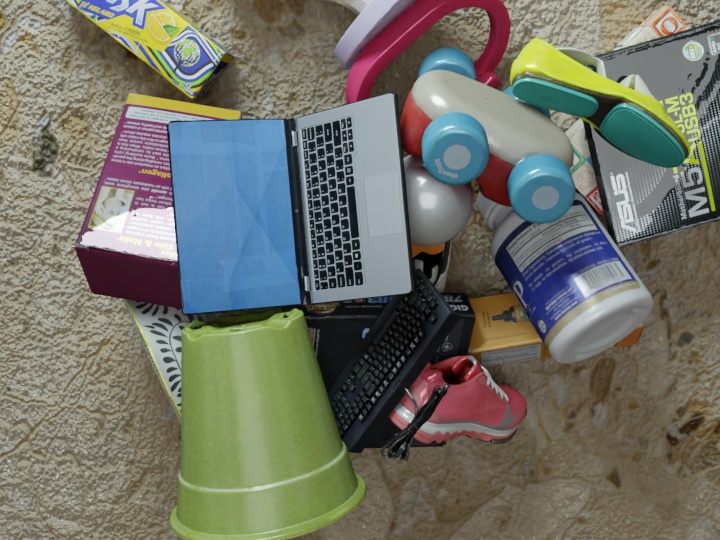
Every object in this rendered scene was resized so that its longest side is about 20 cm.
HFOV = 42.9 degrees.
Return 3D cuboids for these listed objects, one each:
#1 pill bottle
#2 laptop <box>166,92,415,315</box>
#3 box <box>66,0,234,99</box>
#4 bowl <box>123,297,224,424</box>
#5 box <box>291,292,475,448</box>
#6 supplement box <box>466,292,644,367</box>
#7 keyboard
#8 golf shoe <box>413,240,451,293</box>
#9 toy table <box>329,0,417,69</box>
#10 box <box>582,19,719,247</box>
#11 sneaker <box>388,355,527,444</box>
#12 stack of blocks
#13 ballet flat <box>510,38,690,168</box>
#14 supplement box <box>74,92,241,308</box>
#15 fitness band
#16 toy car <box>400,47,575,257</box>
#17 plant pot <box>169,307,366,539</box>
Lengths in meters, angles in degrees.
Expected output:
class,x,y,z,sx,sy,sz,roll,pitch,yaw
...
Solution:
class,x,y,z,sx,sy,sz,roll,pitch,yaw
pill bottle,0.209,-0.015,0.979,0.119,0.120,0.201,-32,63,8
laptop,-0.067,-0.061,0.866,0.198,0.115,0.190,-7,87,37
box,-0.239,-0.274,1.005,0.199,0.070,0.065,37,98,-5
bowl,-0.187,0.096,1.036,0.094,0.201,0.202,-26,100,-15
box,0.014,0.115,1.029,0.196,0.050,0.202,0,125,-13
supplement box,0.215,0.060,1.046,0.198,0.069,0.067,-8,65,3
keyboard,0.036,0.110,0.925,0.127,0.020,0.201,52,122,34
golf shoe,0.060,0.014,1.040,0.072,0.092,0.202,8,103,-2
toy table,0.009,-0.311,0.943,0.117,0.184,0.200,49,133,-2
box,0.336,-0.146,0.958,0.191,0.048,0.202,-14,100,4
sneaker,0.123,0.134,0.989,0.199,0.074,0.088,3,116,-43
stack of blocks,0.294,-0.174,1.008,0.115,0.059,0.200,44,100,-6
ballet flat,0.243,-0.172,0.906,0.198,0.067,0.068,23,66,-7
supplement box,-0.205,-0.073,0.978,0.129,0.104,0.202,10,60,0
fitness band,0.075,-0.217,0.980,0.200,0.038,0.144,-40,136,8
toy car,0.096,-0.084,0.929,0.175,0.185,0.201,22,123,-14
plant pot,-0.103,0.140,0.907,0.198,0.200,0.192,-7,98,4
